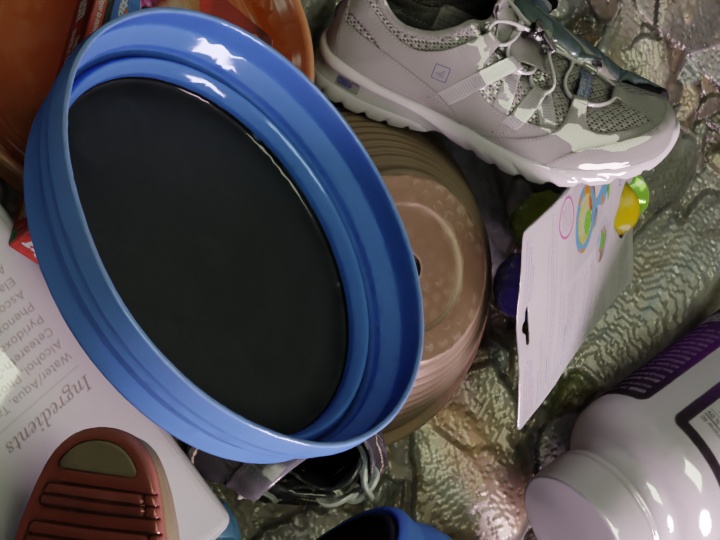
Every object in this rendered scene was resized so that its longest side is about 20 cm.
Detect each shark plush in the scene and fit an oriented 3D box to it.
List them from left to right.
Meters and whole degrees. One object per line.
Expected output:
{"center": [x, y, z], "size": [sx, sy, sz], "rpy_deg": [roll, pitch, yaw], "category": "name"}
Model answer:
{"center": [0.114, -0.139, 0.933], "size": [0.199, 0.091, 0.084], "rpy_deg": [9, 53, -24], "category": "shark plush"}

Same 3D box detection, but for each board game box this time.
{"center": [-0.090, -0.062, 0.706], "size": [0.103, 0.019, 0.201], "rpy_deg": [38, 40, -32], "category": "board game box"}

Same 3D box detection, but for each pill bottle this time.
{"center": [0.196, 0.105, 0.945], "size": [0.200, 0.111, 0.112], "rpy_deg": [-31, 104, -27], "category": "pill bottle"}

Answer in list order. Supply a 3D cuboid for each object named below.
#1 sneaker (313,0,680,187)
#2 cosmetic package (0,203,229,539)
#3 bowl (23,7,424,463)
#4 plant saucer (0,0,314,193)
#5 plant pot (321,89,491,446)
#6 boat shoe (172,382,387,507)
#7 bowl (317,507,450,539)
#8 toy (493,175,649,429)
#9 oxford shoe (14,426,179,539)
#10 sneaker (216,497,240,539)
{"center": [0.076, -0.104, 0.832], "size": [0.199, 0.082, 0.075], "rpy_deg": [15, 38, -4], "category": "sneaker"}
{"center": [-0.199, 0.080, 0.680], "size": [0.166, 0.167, 0.200], "rpy_deg": [-42, 108, -25], "category": "cosmetic package"}
{"center": [-0.054, -0.013, 0.662], "size": [0.200, 0.039, 0.201], "rpy_deg": [32, 42, -34], "category": "bowl"}
{"center": [-0.118, -0.113, 0.787], "size": [0.199, 0.032, 0.201], "rpy_deg": [10, 68, -26], "category": "plant saucer"}
{"center": [0.000, 0.000, 0.844], "size": [0.200, 0.093, 0.202], "rpy_deg": [1, 88, -29], "category": "plant pot"}
{"center": [-0.026, 0.093, 0.750], "size": [0.073, 0.063, 0.200], "rpy_deg": [-44, 156, 3], "category": "boat shoe"}
{"center": [-0.034, 0.192, 0.749], "size": [0.039, 0.200, 0.201], "rpy_deg": [45, 67, -9], "category": "bowl"}
{"center": [0.110, -0.009, 0.900], "size": [0.200, 0.047, 0.116], "rpy_deg": [-39, 133, -52], "category": "toy"}
{"center": [-0.092, 0.154, 0.621], "size": [0.075, 0.070, 0.201], "rpy_deg": [-21, 116, -65], "category": "oxford shoe"}
{"center": [-0.127, 0.192, 0.773], "size": [0.071, 0.083, 0.200], "rpy_deg": [38, 84, 0], "category": "sneaker"}
